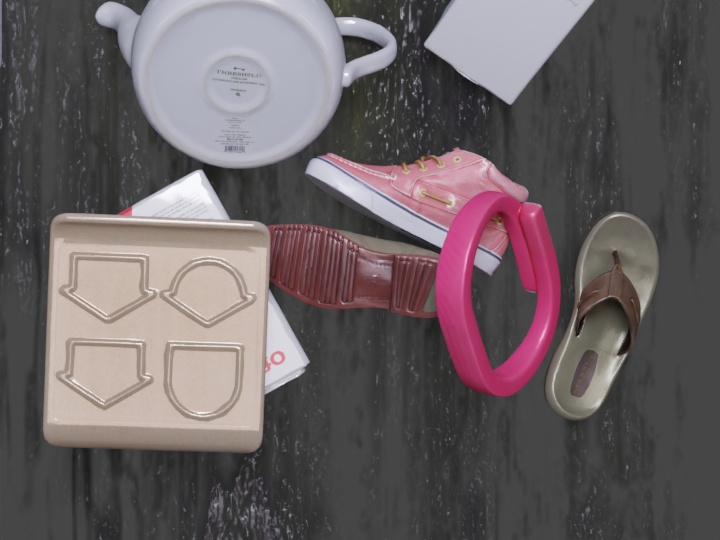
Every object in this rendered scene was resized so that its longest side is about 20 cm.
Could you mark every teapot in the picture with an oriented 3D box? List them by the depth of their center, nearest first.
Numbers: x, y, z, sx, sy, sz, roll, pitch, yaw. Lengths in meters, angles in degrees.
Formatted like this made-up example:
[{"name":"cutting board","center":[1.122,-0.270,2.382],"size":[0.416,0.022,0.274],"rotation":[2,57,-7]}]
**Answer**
[{"name":"teapot","center":[-0.101,-0.196,1.369],"size":[0.197,0.146,0.200],"rotation":[-36,117,21]}]

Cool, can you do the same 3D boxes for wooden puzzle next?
[{"name":"wooden puzzle","center":[-0.172,0.053,1.327],"size":[0.185,0.046,0.200],"rotation":[2,96,-4]}]

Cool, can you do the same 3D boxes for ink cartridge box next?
[{"name":"ink cartridge box","center":[-0.155,0.032,1.390],"size":[0.144,0.084,0.200],"rotation":[-29,93,-4]}]

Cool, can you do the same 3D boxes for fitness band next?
[{"name":"fitness band","center":[0.122,0.021,1.386],"size":[0.144,0.037,0.200],"rotation":[-51,139,-30]}]

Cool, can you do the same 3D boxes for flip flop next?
[{"name":"flip flop","center":[0.225,0.044,1.441],"size":[0.081,0.058,0.200],"rotation":[21,89,-6]}]

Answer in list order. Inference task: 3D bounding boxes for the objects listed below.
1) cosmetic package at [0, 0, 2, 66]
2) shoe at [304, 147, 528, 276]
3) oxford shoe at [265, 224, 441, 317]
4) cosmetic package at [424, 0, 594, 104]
[{"name":"cosmetic package","center":[-0.393,-0.260,1.304],"size":[0.164,0.200,0.165],"rotation":[2,92,-6]},{"name":"shoe","center":[0.054,-0.078,1.420],"size":[0.200,0.071,0.091],"rotation":[27,87,-11]},{"name":"oxford shoe","center":[0.000,0.000,1.418],"size":[0.200,0.075,0.071],"rotation":[16,102,14]},{"name":"cosmetic package","center":[0.151,-0.252,1.367],"size":[0.102,0.200,0.074],"rotation":[35,44,-5]}]
